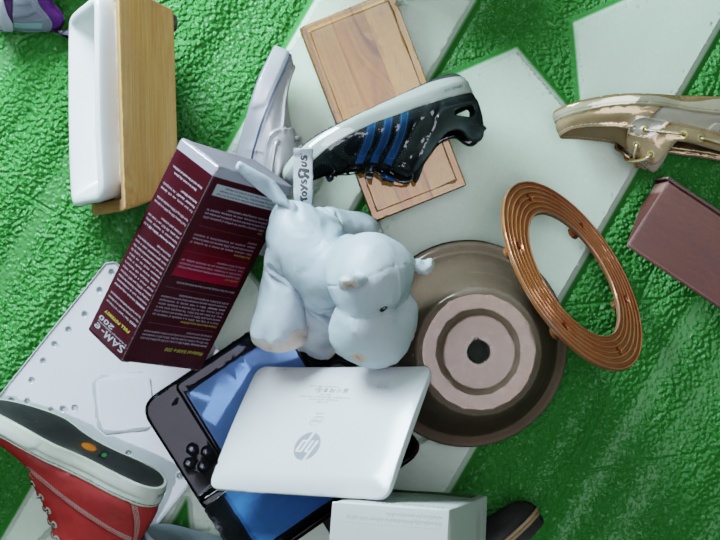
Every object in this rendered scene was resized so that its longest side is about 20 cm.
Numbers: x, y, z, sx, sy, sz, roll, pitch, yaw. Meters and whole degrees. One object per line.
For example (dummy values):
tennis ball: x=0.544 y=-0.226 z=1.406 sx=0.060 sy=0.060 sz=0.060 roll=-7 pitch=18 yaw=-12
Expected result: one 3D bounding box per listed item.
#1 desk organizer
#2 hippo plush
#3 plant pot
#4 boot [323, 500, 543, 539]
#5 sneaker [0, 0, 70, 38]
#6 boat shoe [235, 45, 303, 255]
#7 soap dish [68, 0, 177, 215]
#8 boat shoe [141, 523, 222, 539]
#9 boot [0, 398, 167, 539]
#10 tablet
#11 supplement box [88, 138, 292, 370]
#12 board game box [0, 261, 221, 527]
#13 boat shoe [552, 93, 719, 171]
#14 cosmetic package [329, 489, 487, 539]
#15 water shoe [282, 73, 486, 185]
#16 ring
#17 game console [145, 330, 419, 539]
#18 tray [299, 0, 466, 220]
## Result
desk organizer: x=0.353 y=-0.003 z=1.449 sx=0.199 sy=0.072 sz=0.077 roll=34 pitch=92 yaw=0
hippo plush: x=0.000 y=0.000 z=1.341 sx=0.158 sy=0.160 sz=0.202 roll=-17 pitch=114 yaw=-41
plant pot: x=0.106 y=0.071 z=1.398 sx=0.198 sy=0.175 sz=0.203 roll=0 pitch=89 yaw=-1
boot: x=0.063 y=0.239 z=1.450 sx=0.199 sy=0.077 sz=0.139 roll=-30 pitch=85 yaw=-1
sneaker: x=-0.309 y=-0.329 z=1.459 sx=0.087 sy=0.074 sz=0.202 roll=7 pitch=99 yaw=-14
boat shoe: x=-0.087 y=-0.114 z=1.456 sx=0.065 sy=0.074 sz=0.202 roll=15 pitch=100 yaw=-4
soap dish: x=-0.223 y=-0.155 z=1.413 sx=0.080 sy=0.157 sz=0.202 roll=-2 pitch=91 yaw=-21
boat shoe: x=-0.123 y=0.313 z=1.456 sx=0.198 sy=0.071 sz=0.092 roll=15 pitch=104 yaw=-1
boot: x=-0.296 y=0.220 z=1.428 sx=0.199 sy=0.072 sz=0.145 roll=28 pitch=105 yaw=9
tablet: x=-0.037 y=0.140 z=1.328 sx=0.199 sy=0.014 sz=0.131 roll=-3 pitch=52 yaw=37
supplement box: x=-0.156 y=-0.011 z=1.380 sx=0.061 sy=0.108 sz=0.201 roll=35 pitch=103 yaw=35
board game box: x=-0.230 y=0.129 z=1.471 sx=0.200 sy=0.026 sz=0.200 roll=39 pitch=90 yaw=1
boat shoe: x=0.285 y=-0.130 z=1.447 sx=0.198 sy=0.074 sz=0.070 roll=0 pitch=84 yaw=-1
cosmetic package: x=0.045 y=0.241 z=1.321 sx=0.106 sy=0.200 sz=0.086 roll=2 pitch=85 yaw=13
water shoe: x=0.025 y=-0.114 z=1.409 sx=0.199 sy=0.072 sz=0.079 roll=-26 pitch=88 yaw=-4
ring: x=0.195 y=0.006 z=1.401 sx=0.019 sy=0.200 sz=0.201 roll=-36 pitch=90 yaw=32
game console: x=-0.076 y=0.146 z=1.403 sx=0.199 sy=0.119 sz=0.173 roll=-33 pitch=96 yaw=-11
tray: x=0.022 y=-0.159 z=1.467 sx=0.098 sy=0.037 sz=0.202 roll=-21 pitch=89 yaw=0
